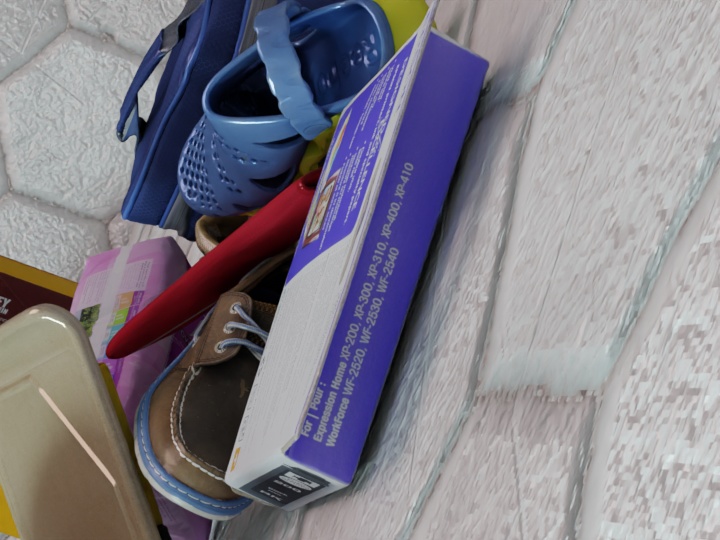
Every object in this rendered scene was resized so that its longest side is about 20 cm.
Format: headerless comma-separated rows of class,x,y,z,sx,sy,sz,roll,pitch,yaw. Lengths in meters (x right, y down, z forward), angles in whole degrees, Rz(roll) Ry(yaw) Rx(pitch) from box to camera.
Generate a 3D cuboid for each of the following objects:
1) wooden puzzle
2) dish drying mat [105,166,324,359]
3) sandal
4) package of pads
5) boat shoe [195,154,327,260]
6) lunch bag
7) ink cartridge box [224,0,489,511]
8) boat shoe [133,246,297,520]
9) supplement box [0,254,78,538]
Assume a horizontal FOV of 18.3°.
wooden puzzle,-0.144,0.120,1.165,0.185,0.037,0.200,-25,90,62
dish drying mat,-0.062,-0.008,1.190,0.077,0.018,0.200,-26,-7,-46
sandal,-0.047,-0.088,1.147,0.200,0.087,0.080,-40,62,48
package of pads,-0.132,0.085,1.338,0.200,0.075,0.121,-81,-29,-54
boat shoe,-0.061,-0.016,1.287,0.200,0.072,0.072,119,167,-45
lunch bag,-0.073,-0.100,1.354,0.200,0.132,0.136,121,166,-48
ink cartridge box,0.000,0.000,0.978,0.200,0.043,0.199,137,152,-75
boat shoe,-0.061,0.047,1.126,0.072,0.072,0.200,-57,10,28
supplement box,-0.299,0.119,2.017,0.133,0.197,0.200,120,166,-46
